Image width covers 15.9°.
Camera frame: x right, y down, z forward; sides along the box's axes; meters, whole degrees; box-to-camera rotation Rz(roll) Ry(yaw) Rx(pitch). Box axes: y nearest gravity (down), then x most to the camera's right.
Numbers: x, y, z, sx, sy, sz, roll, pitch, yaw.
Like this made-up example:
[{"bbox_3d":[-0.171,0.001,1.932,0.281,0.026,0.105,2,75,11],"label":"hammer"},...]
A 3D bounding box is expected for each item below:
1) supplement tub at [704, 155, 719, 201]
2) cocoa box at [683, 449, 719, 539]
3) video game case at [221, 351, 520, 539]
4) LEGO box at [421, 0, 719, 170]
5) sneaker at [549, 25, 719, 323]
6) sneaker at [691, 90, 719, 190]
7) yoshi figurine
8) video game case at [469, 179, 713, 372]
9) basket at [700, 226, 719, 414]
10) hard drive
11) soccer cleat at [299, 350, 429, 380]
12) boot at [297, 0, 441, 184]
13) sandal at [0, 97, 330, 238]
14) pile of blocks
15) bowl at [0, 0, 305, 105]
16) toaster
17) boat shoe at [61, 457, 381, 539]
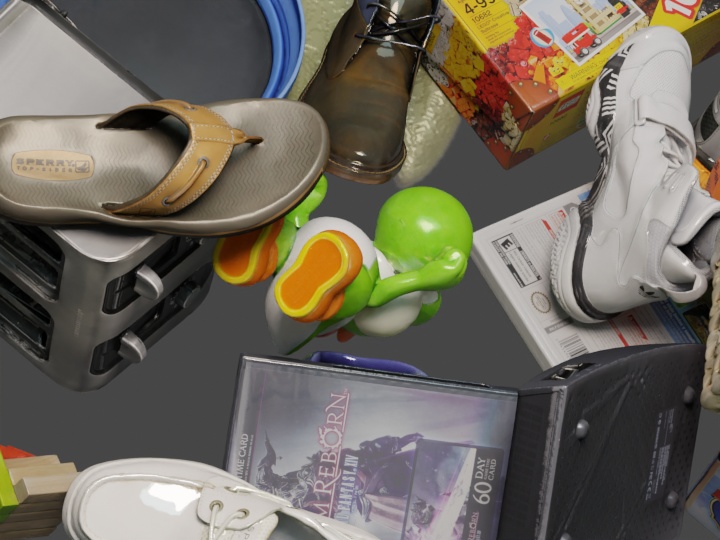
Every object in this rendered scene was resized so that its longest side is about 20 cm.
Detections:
[{"bbox_3d":[0.322,-0.025,1.618,0.199,0.123,0.123,6,59,-24],"label":"supplement tub"},{"bbox_3d":[0.319,0.136,1.539,0.200,0.131,0.133,39,60,10],"label":"cocoa box"},{"bbox_3d":[0.018,0.130,1.489,0.199,0.019,0.144,8,98,-10],"label":"video game case"},{"bbox_3d":[0.136,-0.181,1.705,0.199,0.077,0.149,-30,72,-26],"label":"LEGO box"},{"bbox_3d":[0.193,-0.062,1.589,0.075,0.115,0.201,32,68,-35],"label":"sneaker"},{"bbox_3d":[0.285,-0.117,1.696,0.078,0.077,0.200,38,46,11],"label":"sneaker"},{"bbox_3d":[0.004,-0.015,1.517,0.111,0.200,0.113,-16,78,24],"label":"yoshi figurine"},{"bbox_3d":[0.185,0.002,1.649,0.199,0.018,0.144,-23,68,-24],"label":"video game case"},{"bbox_3d":[0.298,0.032,1.440,0.199,0.136,0.124,18,63,-3],"label":"basket"},{"bbox_3d":[0.139,0.109,1.479,0.042,0.136,0.200,13,12,29],"label":"hard drive"},{"bbox_3d":[0.048,0.097,1.523,0.199,0.084,0.065,16,55,-5],"label":"soccer cleat"},{"bbox_3d":[0.006,-0.131,1.584,0.074,0.097,0.200,14,27,-7],"label":"boot"},{"bbox_3d":[-0.112,-0.065,1.387,0.198,0.055,0.082,2,65,-11],"label":"sandal"},{"bbox_3d":[-0.254,0.127,1.436,0.199,0.082,0.062,-16,66,-20],"label":"pile of blocks"},{"bbox_3d":[-0.136,-0.155,1.648,0.199,0.039,0.202,6,60,-11],"label":"bowl"},{"bbox_3d":[-0.178,-0.048,1.495,0.200,0.181,0.119,39,61,9],"label":"toaster"},{"bbox_3d":[-0.066,0.151,1.433,0.199,0.069,0.071,15,88,-11],"label":"boat shoe"}]
